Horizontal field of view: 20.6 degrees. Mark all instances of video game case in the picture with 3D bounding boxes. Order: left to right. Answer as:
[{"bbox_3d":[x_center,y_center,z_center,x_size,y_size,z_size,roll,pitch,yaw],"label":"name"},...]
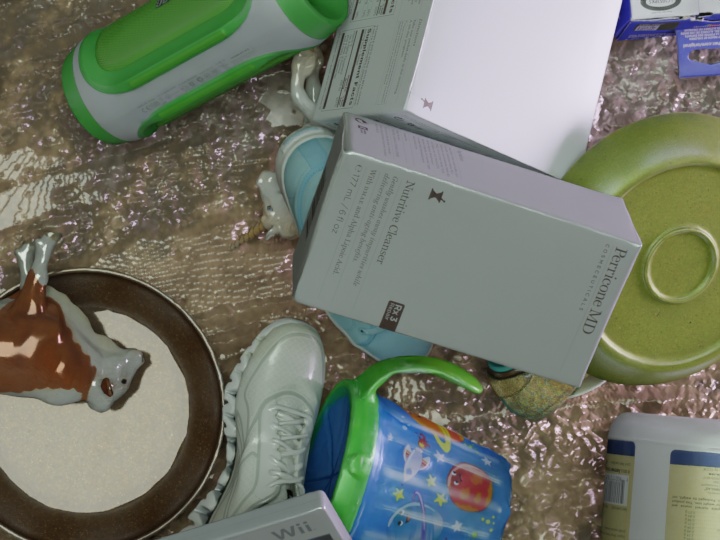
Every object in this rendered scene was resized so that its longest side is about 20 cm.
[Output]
[{"bbox_3d":[-0.058,0.229,1.327,0.143,0.200,0.018,-18,45,9],"label":"video game case"}]

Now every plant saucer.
[{"bbox_3d":[-0.195,0.098,1.401,0.200,0.037,0.201,0,87,-2],"label":"plant saucer"},{"bbox_3d":[0.213,-0.008,1.354,0.200,0.031,0.200,-7,113,-17],"label":"plant saucer"}]

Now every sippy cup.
[{"bbox_3d":[0.030,0.157,1.368,0.130,0.178,0.140,18,49,-12],"label":"sippy cup"}]

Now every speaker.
[{"bbox_3d":[-0.108,-0.158,1.354,0.200,0.088,0.089,-25,88,29],"label":"speaker"}]

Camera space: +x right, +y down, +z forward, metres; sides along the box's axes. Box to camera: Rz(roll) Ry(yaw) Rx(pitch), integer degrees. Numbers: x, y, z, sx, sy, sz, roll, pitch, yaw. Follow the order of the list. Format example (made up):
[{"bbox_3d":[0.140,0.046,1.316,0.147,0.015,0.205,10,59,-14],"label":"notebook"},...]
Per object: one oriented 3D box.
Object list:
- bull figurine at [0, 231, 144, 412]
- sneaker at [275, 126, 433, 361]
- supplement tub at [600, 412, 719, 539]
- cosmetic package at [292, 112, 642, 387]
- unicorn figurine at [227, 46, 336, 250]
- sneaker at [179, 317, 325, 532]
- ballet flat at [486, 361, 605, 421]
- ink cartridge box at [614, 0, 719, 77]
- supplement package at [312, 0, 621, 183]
[{"bbox_3d":[-0.249,0.039,1.354,0.200,0.065,0.122,-2,83,-5],"label":"bull figurine"},{"bbox_3d":[0.000,0.000,1.359,0.074,0.082,0.200,-30,120,1],"label":"sneaker"},{"bbox_3d":[0.235,0.202,1.361,0.144,0.144,0.200,5,87,-2],"label":"supplement tub"},{"bbox_3d":[0.065,-0.013,1.268,0.200,0.081,0.113,16,112,-7],"label":"cosmetic package"},{"bbox_3d":[-0.010,-0.103,1.400,0.200,0.074,0.138,-15,98,-9],"label":"unicorn figurine"},{"bbox_3d":[-0.061,0.132,1.365,0.075,0.081,0.200,19,84,-29],"label":"sneaker"},{"bbox_3d":[0.181,0.037,1.414,0.200,0.071,0.071,-36,89,-5],"label":"ballet flat"},{"bbox_3d":[0.246,-0.242,1.421,0.136,0.076,0.200,-5,85,-2],"label":"ink cartridge box"},{"bbox_3d":[0.082,-0.172,1.352,0.156,0.111,0.200,21,79,-33],"label":"supplement package"}]
